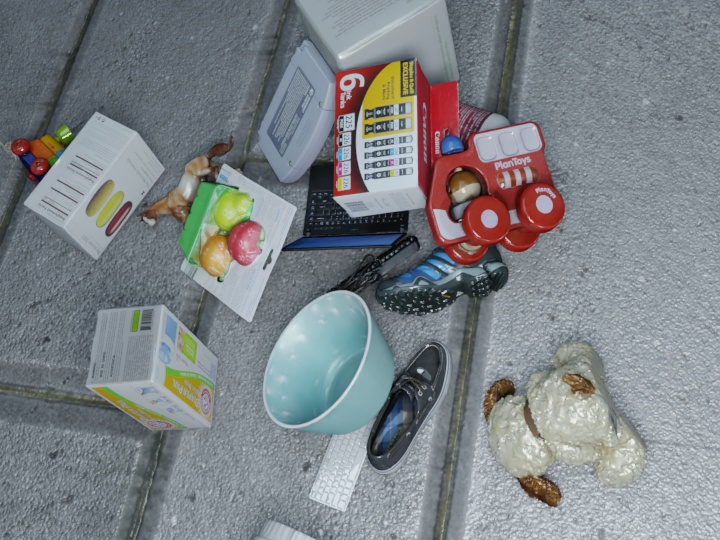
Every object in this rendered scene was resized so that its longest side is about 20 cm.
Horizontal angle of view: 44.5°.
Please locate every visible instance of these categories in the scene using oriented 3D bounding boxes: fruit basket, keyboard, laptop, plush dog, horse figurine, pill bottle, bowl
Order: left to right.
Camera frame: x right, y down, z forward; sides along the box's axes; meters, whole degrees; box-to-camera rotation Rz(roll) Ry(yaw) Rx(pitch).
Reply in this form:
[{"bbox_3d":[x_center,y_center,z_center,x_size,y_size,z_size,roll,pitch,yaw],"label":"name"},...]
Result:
[{"bbox_3d":[-0.275,-0.139,1.474,0.132,0.050,0.202,27,81,45],"label":"horse figurine"},{"bbox_3d":[-0.188,-0.046,1.359,0.198,0.093,0.189,29,100,35],"label":"fruit basket"},{"bbox_3d":[-0.029,0.141,1.206,0.199,0.105,0.204,-30,41,30],"label":"bowl"},{"bbox_3d":[-0.018,-0.102,1.355,0.173,0.104,0.204,-1,65,15],"label":"laptop"},{"bbox_3d":[-0.010,0.231,1.231,0.055,0.011,0.203,13,68,22],"label":"keyboard"},{"bbox_3d":[0.000,0.000,1.302,0.198,0.040,0.104,-35,14,-4],"label":"keyboard"},{"bbox_3d":[0.164,-0.196,1.350,0.197,0.110,0.111,24,71,26],"label":"pill bottle"},{"bbox_3d":[0.238,0.195,1.114,0.171,0.159,0.203,-36,56,22],"label":"plush dog"}]

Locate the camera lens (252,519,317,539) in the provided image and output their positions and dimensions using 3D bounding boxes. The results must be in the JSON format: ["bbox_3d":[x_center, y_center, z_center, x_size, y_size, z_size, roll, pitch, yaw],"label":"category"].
[{"bbox_3d":[-0.094,0.428,1.063,0.157,0.161,0.203,16,68,23],"label":"camera lens"}]

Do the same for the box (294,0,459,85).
[{"bbox_3d":[0.030,-0.376,1.430,0.197,0.200,0.173,-30,59,-3],"label":"box"}]

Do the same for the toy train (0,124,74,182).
[{"bbox_3d":[-0.570,-0.225,1.598,0.115,0.085,0.199,-39,59,-19],"label":"toy train"}]

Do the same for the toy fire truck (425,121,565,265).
[{"bbox_3d":[0.178,-0.111,1.217,0.196,0.112,0.172,-13,77,-15],"label":"toy fire truck"}]

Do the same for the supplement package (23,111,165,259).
[{"bbox_3d":[-0.448,-0.143,1.496,0.108,0.114,0.202,25,73,27],"label":"supplement package"}]

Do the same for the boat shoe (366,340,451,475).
[{"bbox_3d":[0.063,0.179,1.204,0.069,0.067,0.202,25,72,26],"label":"boat shoe"}]

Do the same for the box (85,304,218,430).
[{"bbox_3d":[-0.287,0.143,1.246,0.099,0.201,0.115,-5,63,13],"label":"box"}]

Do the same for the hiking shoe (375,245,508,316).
[{"bbox_3d":[0.114,0.006,1.286,0.195,0.075,0.088,-12,55,-3],"label":"hiking shoe"}]

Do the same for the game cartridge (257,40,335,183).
[{"bbox_3d":[-0.099,-0.250,1.430,0.134,0.041,0.201,55,130,29],"label":"game cartridge"}]

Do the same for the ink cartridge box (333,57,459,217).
[{"bbox_3d":[0.054,-0.195,1.285,0.172,0.084,0.205,-7,71,19],"label":"ink cartridge box"}]
